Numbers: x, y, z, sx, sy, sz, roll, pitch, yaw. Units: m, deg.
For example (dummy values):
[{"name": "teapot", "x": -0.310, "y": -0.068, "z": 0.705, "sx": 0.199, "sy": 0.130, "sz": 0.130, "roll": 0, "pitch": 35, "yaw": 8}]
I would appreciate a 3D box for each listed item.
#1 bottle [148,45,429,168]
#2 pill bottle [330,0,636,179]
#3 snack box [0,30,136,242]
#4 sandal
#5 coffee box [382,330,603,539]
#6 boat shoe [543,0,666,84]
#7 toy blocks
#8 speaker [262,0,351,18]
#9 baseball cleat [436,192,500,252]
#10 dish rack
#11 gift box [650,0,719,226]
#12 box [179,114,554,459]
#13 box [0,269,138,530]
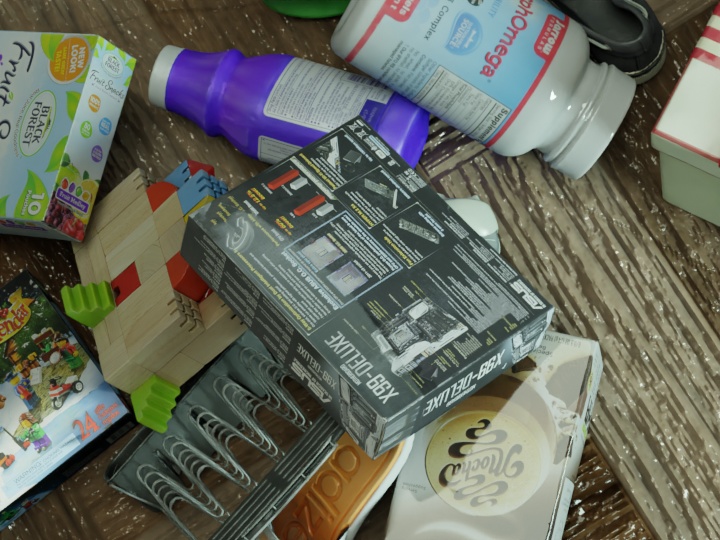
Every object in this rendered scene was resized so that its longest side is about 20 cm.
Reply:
[{"name": "bottle", "x": -0.054, "y": -0.115, "z": 1.655, "sx": 0.199, "sy": 0.065, "sz": 0.084, "roll": 16, "pitch": 44, "yaw": 12}, {"name": "pill bottle", "x": 0.088, "y": -0.150, "z": 1.604, "sx": 0.200, "sy": 0.109, "sz": 0.109, "roll": 30, "pitch": 81, "yaw": -7}, {"name": "snack box", "x": -0.269, "y": -0.102, "z": 1.663, "sx": 0.200, "sy": 0.053, "sz": 0.143, "roll": 7, "pitch": 76, "yaw": 34}, {"name": "sandal", "x": -0.041, "y": 0.161, "z": 1.548, "sx": 0.079, "sy": 0.059, "sz": 0.207, "roll": 43, "pitch": 116, "yaw": 25}, {"name": "coffee box", "x": 0.088, "y": 0.139, "z": 1.563, "sx": 0.113, "sy": 0.080, "sz": 0.201, "roll": 12, "pitch": 77, "yaw": 12}, {"name": "boat shoe", "x": 0.148, "y": -0.221, "z": 1.658, "sx": 0.073, "sy": 0.063, "sz": 0.200, "roll": -40, "pitch": 72, "yaw": 0}, {"name": "toy blocks", "x": -0.128, "y": -0.008, "z": 1.598, "sx": 0.137, "sy": 0.100, "sz": 0.200, "roll": -40, "pitch": 44, "yaw": 20}, {"name": "speaker", "x": -0.034, "y": -0.293, "z": 1.696, "sx": 0.088, "sy": 0.088, "sz": 0.201, "roll": -1, "pitch": 75, "yaw": 9}, {"name": "baseball cleat", "x": 0.000, "y": 0.000, "z": 1.616, "sx": 0.199, "sy": 0.070, "sz": 0.107, "roll": -10, "pitch": 66, "yaw": 7}, {"name": "dish rack", "x": -0.086, "y": 0.119, "z": 1.550, "sx": 0.055, "sy": 0.200, "sz": 0.153, "roll": 43, "pitch": 83, "yaw": -21}, {"name": "gift box", "x": 0.319, "y": -0.109, "z": 1.537, "sx": 0.200, "sy": 0.187, "sz": 0.185, "roll": 21, "pitch": 80, "yaw": 15}, {"name": "box", "x": 0.004, "y": 0.007, "z": 1.514, "sx": 0.158, "sy": 0.050, "sz": 0.200, "roll": -33, "pitch": 68, "yaw": -31}, {"name": "box", "x": -0.278, "y": 0.114, "z": 1.650, "sx": 0.200, "sy": 0.038, "sz": 0.137, "roll": -38, "pitch": 73, "yaw": -2}]
